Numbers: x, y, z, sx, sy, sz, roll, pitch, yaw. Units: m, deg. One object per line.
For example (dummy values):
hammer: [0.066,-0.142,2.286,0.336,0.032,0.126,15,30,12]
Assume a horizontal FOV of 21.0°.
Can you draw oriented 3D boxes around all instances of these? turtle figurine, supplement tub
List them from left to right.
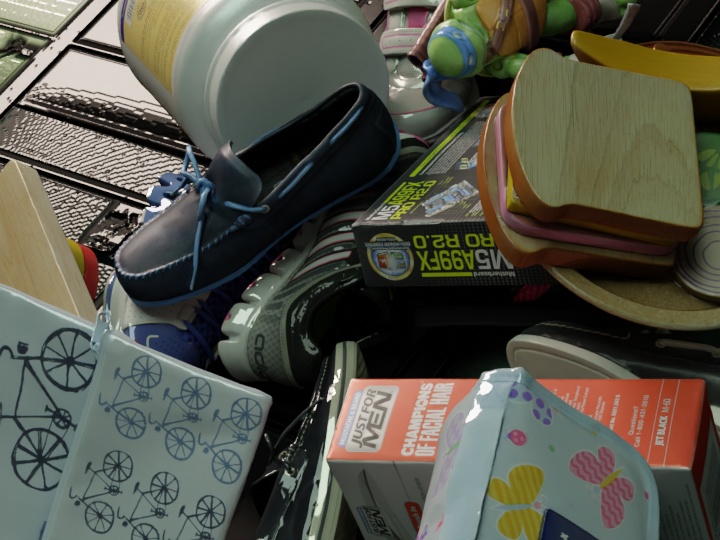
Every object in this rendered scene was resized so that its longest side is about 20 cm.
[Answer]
supplement tub: [-0.075,-0.151,1.339,0.145,0.146,0.200,-32,33,-8]
turtle figurine: [0.132,-0.195,1.276,0.144,0.200,0.194,30,34,13]

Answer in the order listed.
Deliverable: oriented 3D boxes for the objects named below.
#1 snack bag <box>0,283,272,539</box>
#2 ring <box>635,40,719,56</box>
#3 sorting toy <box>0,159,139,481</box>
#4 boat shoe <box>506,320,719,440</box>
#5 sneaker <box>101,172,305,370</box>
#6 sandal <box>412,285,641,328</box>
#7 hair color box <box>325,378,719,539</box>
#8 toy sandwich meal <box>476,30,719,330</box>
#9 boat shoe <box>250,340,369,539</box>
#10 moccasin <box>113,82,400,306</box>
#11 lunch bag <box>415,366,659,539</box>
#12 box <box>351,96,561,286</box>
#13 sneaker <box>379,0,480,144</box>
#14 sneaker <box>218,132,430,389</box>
snack bag: [-0.164,0.114,1.084,0.199,0.189,0.021,24,16,11]
ring: [0.227,-0.069,1.153,0.200,0.019,0.201,14,46,-15]
sorting toy: [-0.218,0.070,1.203,0.199,0.069,0.200,-52,39,18]
boat shoe: [0.178,0.065,1.087,0.199,0.074,0.060,17,56,32]
sneaker: [-0.091,0.003,1.261,0.115,0.081,0.200,-8,43,19]
sandal: [0.123,0.011,1.162,0.199,0.075,0.045,-1,91,26]
hair color box: [0.094,0.115,1.046,0.199,0.111,0.064,-2,46,22]
toy sandwich meal: [0.164,-0.058,1.058,0.204,0.070,0.206,4,56,-5]
boat shoe: [-0.031,0.124,1.121,0.062,0.075,0.201,1,53,16]
moccasin: [-0.073,-0.056,1.211,0.200,0.068,0.080,-36,49,-9]
lunch bag: [0.080,0.171,0.931,0.127,0.200,0.170,-2,46,22]
box: [0.110,-0.054,1.200,0.160,0.044,0.200,-2,26,30]
sneaker: [0.047,-0.170,1.366,0.081,0.088,0.200,0,48,24]
sneaker: [0.000,0.000,1.232,0.087,0.074,0.200,22,64,38]
